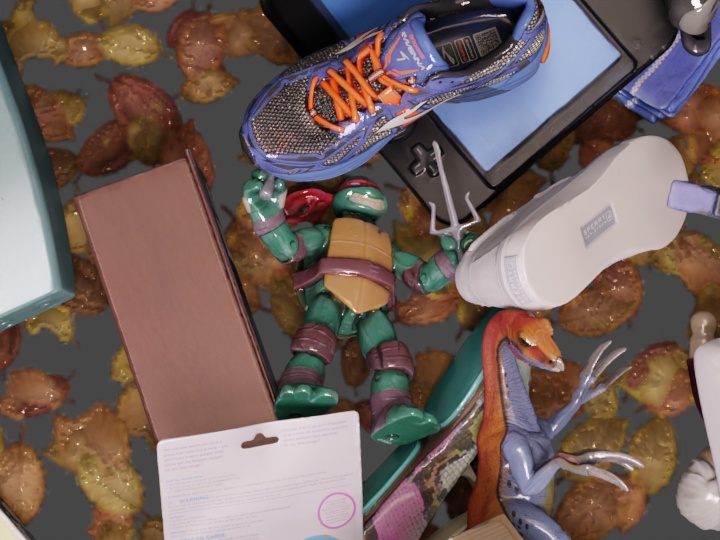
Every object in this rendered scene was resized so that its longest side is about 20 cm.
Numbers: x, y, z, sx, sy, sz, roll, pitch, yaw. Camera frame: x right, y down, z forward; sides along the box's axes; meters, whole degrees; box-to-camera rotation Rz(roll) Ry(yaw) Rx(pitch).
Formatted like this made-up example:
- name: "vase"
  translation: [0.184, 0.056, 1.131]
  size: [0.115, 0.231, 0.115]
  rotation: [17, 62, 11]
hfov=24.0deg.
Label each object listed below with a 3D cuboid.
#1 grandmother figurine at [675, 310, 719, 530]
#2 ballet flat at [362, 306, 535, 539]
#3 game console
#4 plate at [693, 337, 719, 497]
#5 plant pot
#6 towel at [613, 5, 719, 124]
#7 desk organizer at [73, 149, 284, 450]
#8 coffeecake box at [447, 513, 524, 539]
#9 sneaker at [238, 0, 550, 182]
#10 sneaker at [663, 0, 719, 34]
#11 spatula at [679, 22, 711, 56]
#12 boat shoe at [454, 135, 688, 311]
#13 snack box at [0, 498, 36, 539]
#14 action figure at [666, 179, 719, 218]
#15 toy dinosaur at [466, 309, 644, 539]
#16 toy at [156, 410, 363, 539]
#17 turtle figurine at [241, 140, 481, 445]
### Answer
- name: "grandmother figurine"
  translation: [0.254, 0.069, 1.040]
  size: [0.121, 0.061, 0.201]
  rotation: [26, 83, 17]
- name: "ballet flat"
  translation: [0.056, 0.112, 1.029]
  size: [0.071, 0.069, 0.200]
  rotation: [39, 85, -12]
- name: "game console"
  translation: [0.071, -0.156, 1.031]
  size: [0.200, 0.116, 0.176]
  rotation: [-40, 83, 3]
- name: "plate"
  translation: [0.308, 0.123, 1.007]
  size: [0.199, 0.032, 0.201]
  rotation: [-11, 91, -15]
- name: "plant pot"
  translation: [-0.255, -0.058, 1.015]
  size: [0.141, 0.141, 0.201]
  rotation: [-25, 88, -5]
- name: "towel"
  translation: [0.161, -0.207, 1.104]
  size: [0.200, 0.024, 0.145]
  rotation: [38, 81, 6]
- name: "desk organizer"
  translation: [-0.103, 0.038, 1.032]
  size: [0.077, 0.072, 0.201]
  rotation: [-20, 80, -2]
- name: "coffeecake box"
  translation: [0.043, 0.255, 0.900]
  size: [0.200, 0.073, 0.154]
  rotation: [-46, 72, 23]
- name: "sneaker"
  translation: [0.020, -0.117, 0.971]
  size: [0.199, 0.078, 0.076]
  rotation: [-29, 81, -7]
- name: "sneaker"
  translation: [0.183, -0.228, 1.038]
  size: [0.079, 0.076, 0.201]
  rotation: [3, 59, -2]
- name: "spatula"
  translation: [0.213, -0.223, 1.086]
  size: [0.056, 0.021, 0.201]
  rotation: [6, 67, -7]
- name: "boat shoe"
  translation: [0.130, -0.026, 1.024]
  size: [0.200, 0.068, 0.072]
  rotation: [-38, 113, -43]
- name: "snack box"
  translation: [-0.241, 0.200, 1.016]
  size: [0.116, 0.037, 0.200]
  rotation: [-41, 83, -7]
- name: "action figure"
  translation: [0.280, -0.069, 0.994]
  size: [0.199, 0.194, 0.105]
  rotation: [10, 109, -6]
- name: "toy dinosaur"
  translation: [0.092, 0.119, 0.972]
  size: [0.199, 0.105, 0.182]
  rotation: [-31, 104, -5]
- name: "toy"
  translation: [-0.058, 0.174, 0.983]
  size: [0.114, 0.047, 0.201]
  rotation: [-8, 109, -15]
- name: "turtle figurine"
  translation: [0.000, 0.000, 1.022]
  size: [0.149, 0.101, 0.201]
  rotation: [4, 62, -4]
